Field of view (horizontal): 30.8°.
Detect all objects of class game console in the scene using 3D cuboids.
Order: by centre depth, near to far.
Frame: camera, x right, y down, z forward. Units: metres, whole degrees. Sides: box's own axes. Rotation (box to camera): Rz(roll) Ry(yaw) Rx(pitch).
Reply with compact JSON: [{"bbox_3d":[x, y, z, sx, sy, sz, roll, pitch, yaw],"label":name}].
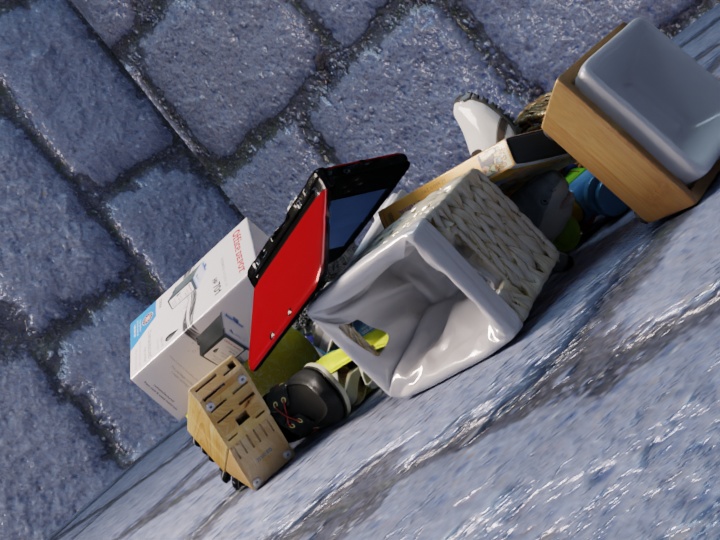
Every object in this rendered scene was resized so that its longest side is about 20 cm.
[{"bbox_3d":[-0.032,-0.008,1.325,0.172,0.119,0.200,-15,-23,-35],"label":"game console"}]

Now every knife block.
[{"bbox_3d":[-0.161,0.170,1.493,0.064,0.200,0.176,-40,32,-21],"label":"knife block"}]

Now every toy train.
[{"bbox_3d":[0.182,-0.035,1.354,0.200,0.085,0.116,-39,16,-16],"label":"toy train"}]

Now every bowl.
[{"bbox_3d":[-0.151,0.158,1.642,0.200,0.200,0.108,-37,27,31],"label":"bowl"}]

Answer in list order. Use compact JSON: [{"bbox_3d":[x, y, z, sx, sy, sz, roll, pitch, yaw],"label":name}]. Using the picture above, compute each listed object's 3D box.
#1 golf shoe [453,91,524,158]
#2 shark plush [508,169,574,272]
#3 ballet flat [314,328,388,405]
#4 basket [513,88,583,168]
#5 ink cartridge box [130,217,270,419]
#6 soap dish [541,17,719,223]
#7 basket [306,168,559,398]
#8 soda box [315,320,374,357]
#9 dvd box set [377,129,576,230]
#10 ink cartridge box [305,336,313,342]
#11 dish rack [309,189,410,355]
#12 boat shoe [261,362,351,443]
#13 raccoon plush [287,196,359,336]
[{"bbox_3d":[0.149,-0.101,1.441,0.094,0.200,0.078,-34,1,-17],"label":"golf shoe"},{"bbox_3d":[0.124,-0.046,1.295,0.200,0.083,0.091,-10,54,35],"label":"shark plush"},{"bbox_3d":[0.003,0.112,1.456,0.200,0.067,0.067,-36,33,35],"label":"ballet flat"},{"bbox_3d":[0.255,-0.149,1.504,0.149,0.143,0.200,-41,4,-32],"label":"basket"},{"bbox_3d":[-0.169,0.054,1.516,0.200,0.086,0.146,-43,24,10],"label":"ink cartridge box"},{"bbox_3d":[0.258,-0.137,1.184,0.081,0.157,0.200,-51,-5,36],"label":"soap dish"},{"bbox_3d":[0.068,0.012,1.215,0.200,0.136,0.123,-36,12,51],"label":"basket"},{"bbox_3d":[0.007,0.086,1.686,0.200,0.068,0.064,-36,3,39],"label":"soda box"},{"bbox_3d":[0.130,-0.091,1.273,0.146,0.029,0.200,-16,-7,-39],"label":"dvd box set"},{"bbox_3d":[0.014,0.055,1.828,0.198,0.047,0.200,-19,3,-2],"label":"ink cartridge box"},{"bbox_3d":[0.000,0.000,1.504,0.200,0.044,0.172,-58,-3,-17],"label":"dish rack"},{"bbox_3d":[-0.066,0.153,1.450,0.063,0.074,0.201,-36,0,-24],"label":"boat shoe"},{"bbox_3d":[-0.073,0.000,1.631,0.134,0.200,0.097,-27,27,17],"label":"raccoon plush"}]
